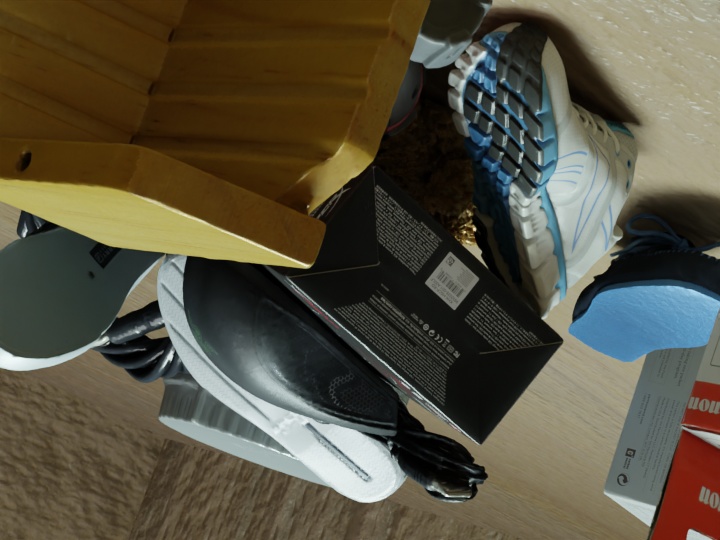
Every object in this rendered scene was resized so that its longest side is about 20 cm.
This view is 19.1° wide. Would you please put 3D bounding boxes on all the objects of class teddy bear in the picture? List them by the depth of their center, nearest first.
[{"bbox_3d":[0.018,-0.064,1.220,0.144,0.067,0.200,19,169,20],"label":"teddy bear"}]

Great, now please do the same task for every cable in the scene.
[{"bbox_3d":[-0.144,-0.026,1.315,0.163,0.201,0.051,39,-145,25],"label":"cable"}]

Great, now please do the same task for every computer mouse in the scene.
[{"bbox_3d":[-0.030,0.058,1.150,0.200,0.053,0.138,42,176,-31],"label":"computer mouse"}]

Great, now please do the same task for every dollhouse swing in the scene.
[{"bbox_3d":[-0.092,-0.131,0.723,0.175,0.201,0.181,29,166,-37],"label":"dollhouse swing"}]

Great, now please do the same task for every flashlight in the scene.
[{"bbox_3d":[0.015,-0.106,1.012,0.067,0.068,0.200,23,170,-9],"label":"flashlight"}]

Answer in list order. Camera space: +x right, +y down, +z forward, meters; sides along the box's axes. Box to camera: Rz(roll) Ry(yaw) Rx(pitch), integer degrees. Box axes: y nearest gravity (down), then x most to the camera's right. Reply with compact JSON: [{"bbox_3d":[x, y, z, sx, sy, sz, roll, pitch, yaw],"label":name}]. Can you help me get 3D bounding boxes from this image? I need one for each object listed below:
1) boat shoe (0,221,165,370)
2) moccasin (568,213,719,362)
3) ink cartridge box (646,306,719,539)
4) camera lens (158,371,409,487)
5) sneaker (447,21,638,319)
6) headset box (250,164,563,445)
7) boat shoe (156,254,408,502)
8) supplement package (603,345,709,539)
[{"bbox_3d":[-0.178,0.017,1.208,0.091,0.200,0.071,-35,95,32],"label":"boat shoe"},{"bbox_3d":[0.173,0.004,1.285,0.080,0.068,0.200,30,166,-11],"label":"moccasin"},{"bbox_3d":[0.231,0.074,1.154,0.109,0.201,0.050,28,167,-40],"label":"ink cartridge box"},{"bbox_3d":[-0.032,0.027,1.399,0.159,0.201,0.160,18,170,3],"label":"camera lens"},{"bbox_3d":[0.101,-0.064,1.093,0.075,0.086,0.200,49,163,31],"label":"sneaker"},{"bbox_3d":[0.000,0.000,1.164,0.149,0.075,0.200,42,175,-24],"label":"headset box"},{"bbox_3d":[-0.045,0.054,1.277,0.072,0.071,0.200,-32,110,25],"label":"boat shoe"},{"bbox_3d":[0.290,0.116,1.386,0.199,0.153,0.151,14,168,29],"label":"supplement package"}]
